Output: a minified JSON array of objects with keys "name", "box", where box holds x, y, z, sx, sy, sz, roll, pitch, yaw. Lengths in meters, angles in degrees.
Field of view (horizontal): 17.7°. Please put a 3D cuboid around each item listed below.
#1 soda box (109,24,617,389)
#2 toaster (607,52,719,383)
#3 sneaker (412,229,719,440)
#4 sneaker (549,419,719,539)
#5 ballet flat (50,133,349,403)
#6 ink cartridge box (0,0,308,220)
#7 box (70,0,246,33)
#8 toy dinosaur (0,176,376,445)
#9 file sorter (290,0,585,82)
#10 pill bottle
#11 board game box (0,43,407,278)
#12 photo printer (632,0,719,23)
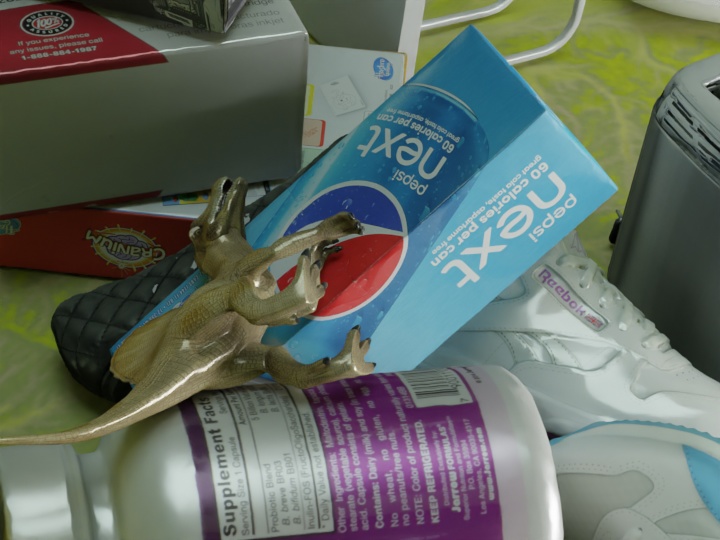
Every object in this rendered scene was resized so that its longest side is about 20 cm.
[{"name":"soda box","box":[0.000,0.000,0.932,0.200,0.068,0.064,-42,49,6]},{"name":"toaster","box":[0.190,-0.013,1.013,0.114,0.129,0.200,-18,45,-28]},{"name":"sneaker","box":[0.087,0.024,0.971,0.200,0.100,0.075,18,2,12]},{"name":"sneaker","box":[0.140,0.126,0.882,0.200,0.077,0.081,29,46,27]},{"name":"ballet flat","box":[-0.045,-0.017,0.993,0.200,0.066,0.057,-35,63,-12]},{"name":"ink cartridge box","box":[-0.123,-0.124,1.073,0.147,0.083,0.200,-10,42,-18]},{"name":"box","box":[-0.128,-0.186,1.042,0.200,0.050,0.158,13,41,10]},{"name":"toy dinosaur","box":[-0.052,0.026,0.845,0.101,0.058,0.200,-13,23,24]},{"name":"file sorter","box":[0.019,-0.206,1.217,0.124,0.139,0.200,-17,45,-29]},{"name":"pill bottle","box":[-0.034,0.098,0.861,0.200,0.112,0.112,-5,41,-13]},{"name":"board game box","box":[-0.081,-0.056,1.096,0.200,0.040,0.153,6,39,0]},{"name":"photo printer","box":[0.219,-0.207,1.298,0.166,0.069,0.200,3,39,-5]}]
